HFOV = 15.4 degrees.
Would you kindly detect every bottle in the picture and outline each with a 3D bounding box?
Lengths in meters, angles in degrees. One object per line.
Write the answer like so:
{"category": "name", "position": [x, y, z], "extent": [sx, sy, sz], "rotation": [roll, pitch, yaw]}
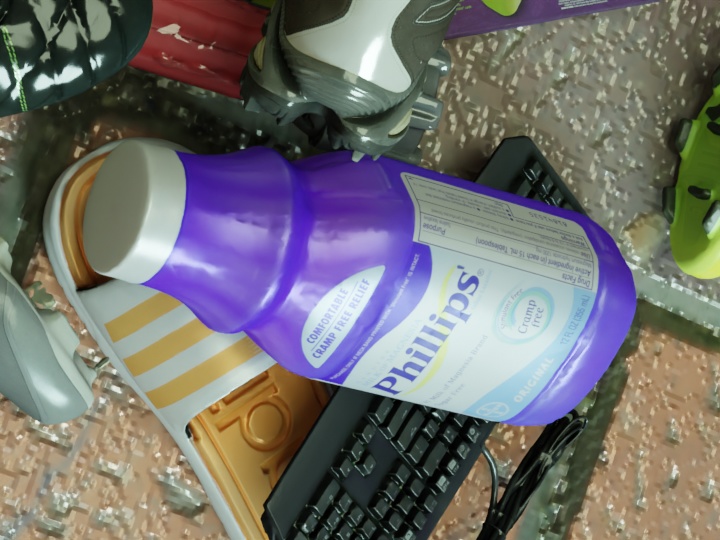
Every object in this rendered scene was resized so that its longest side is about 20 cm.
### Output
{"category": "bottle", "position": [0.000, 0.000, 0.943], "extent": [0.200, 0.065, 0.084], "rotation": [15, 123, -32]}

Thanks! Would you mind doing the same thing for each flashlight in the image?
{"category": "flashlight", "position": [-0.068, -0.085, 0.942], "extent": [0.200, 0.068, 0.068], "rotation": [17, 55, -9]}

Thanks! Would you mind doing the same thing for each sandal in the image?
{"category": "sandal", "position": [-0.038, 0.040, 0.993], "extent": [0.079, 0.059, 0.207], "rotation": [-37, 107, -21]}

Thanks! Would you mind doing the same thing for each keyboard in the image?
{"category": "keyboard", "position": [0.043, 0.058, 1.035], "extent": [0.200, 0.021, 0.127], "rotation": [-56, 131, -24]}

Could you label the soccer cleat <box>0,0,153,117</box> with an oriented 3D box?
{"category": "soccer cleat", "position": [-0.164, -0.085, 0.849], "extent": [0.200, 0.081, 0.068], "rotation": [1, 83, -11]}

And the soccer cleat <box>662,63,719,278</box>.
{"category": "soccer cleat", "position": [0.192, -0.079, 1.103], "extent": [0.084, 0.065, 0.200], "rotation": [32, 77, -26]}

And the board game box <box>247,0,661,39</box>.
{"category": "board game box", "position": [0.021, -0.148, 1.034], "extent": [0.200, 0.032, 0.120], "rotation": [-11, 100, -26]}

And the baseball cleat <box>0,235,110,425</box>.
{"category": "baseball cleat", "position": [-0.184, -0.004, 0.922], "extent": [0.106, 0.070, 0.200], "rotation": [-43, 99, -13]}

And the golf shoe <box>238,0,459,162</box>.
{"category": "golf shoe", "position": [0.012, -0.128, 0.918], "extent": [0.078, 0.095, 0.200], "rotation": [17, 40, -13]}
